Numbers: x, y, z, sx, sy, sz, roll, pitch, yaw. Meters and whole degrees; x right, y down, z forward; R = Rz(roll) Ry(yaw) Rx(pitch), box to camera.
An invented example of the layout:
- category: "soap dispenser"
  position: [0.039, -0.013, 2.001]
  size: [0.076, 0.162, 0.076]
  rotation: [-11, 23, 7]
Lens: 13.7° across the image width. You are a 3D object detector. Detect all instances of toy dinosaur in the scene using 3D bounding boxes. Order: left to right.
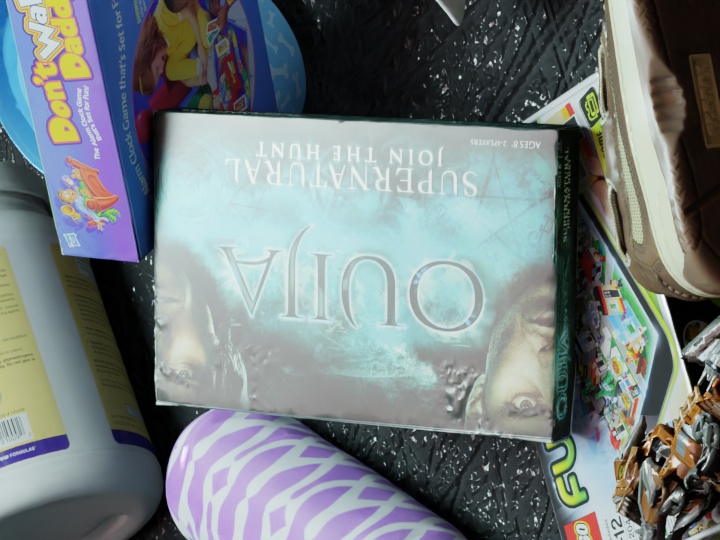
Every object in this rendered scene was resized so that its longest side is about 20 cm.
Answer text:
- category: "toy dinosaur"
  position: [0.176, 0.050, 1.144]
  size: [0.200, 0.102, 0.136]
  rotation: [-62, 35, 40]

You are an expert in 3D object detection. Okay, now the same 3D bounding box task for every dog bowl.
- category: "dog bowl"
  position: [-0.109, -0.100, 1.519]
  size: [0.199, 0.050, 0.112]
  rotation: [3, 116, 42]

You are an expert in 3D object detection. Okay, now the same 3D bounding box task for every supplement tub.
- category: "supplement tub"
  position: [-0.201, 0.057, 1.623]
  size: [0.145, 0.145, 0.201]
  rotation: [-45, 58, 46]

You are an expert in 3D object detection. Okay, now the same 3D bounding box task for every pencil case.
- category: "pencil case"
  position: [-0.015, 0.133, 1.430]
  size: [0.200, 0.084, 0.086]
  rotation: [34, 134, 50]

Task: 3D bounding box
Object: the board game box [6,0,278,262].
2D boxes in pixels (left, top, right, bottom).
- category: "board game box"
  position: [-0.102, -0.124, 1.357]
  size: [0.045, 0.134, 0.201]
  rotation: [5, 119, 29]

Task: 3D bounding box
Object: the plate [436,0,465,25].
- category: "plate"
  position: [-0.033, -0.219, 1.325]
  size: [0.032, 0.200, 0.200]
  rotation: [-41, 35, 5]

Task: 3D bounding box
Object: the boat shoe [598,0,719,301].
- category: "boat shoe"
  position: [0.122, -0.087, 1.215]
  size: [0.075, 0.074, 0.203]
  rotation: [160, 110, -63]

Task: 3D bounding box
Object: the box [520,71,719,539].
- category: "box"
  position: [0.110, 0.027, 1.281]
  size: [0.110, 0.035, 0.201]
  rotation: [-34, 67, 51]

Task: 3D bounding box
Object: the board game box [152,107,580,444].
- category: "board game box"
  position: [0.000, 0.000, 1.306]
  size: [0.199, 0.028, 0.136]
  rotation: [4, 98, 28]
